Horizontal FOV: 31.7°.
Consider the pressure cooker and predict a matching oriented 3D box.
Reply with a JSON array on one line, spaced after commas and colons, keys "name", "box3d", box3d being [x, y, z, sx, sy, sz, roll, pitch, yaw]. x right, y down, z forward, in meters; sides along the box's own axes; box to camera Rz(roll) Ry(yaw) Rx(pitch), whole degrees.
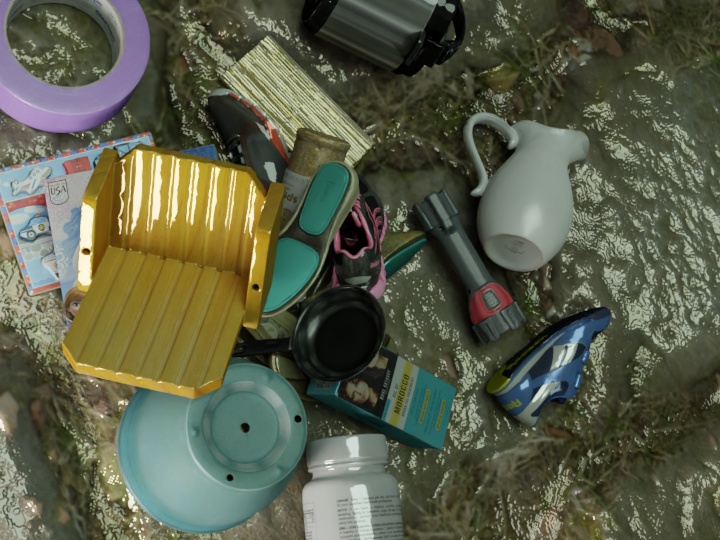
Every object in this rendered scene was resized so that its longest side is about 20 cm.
[{"name": "pressure cooker", "box3d": [0.045, -0.346, 1.614, 0.199, 0.179, 0.176, 24, 83, -14]}]

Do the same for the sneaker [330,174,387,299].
[{"name": "sneaker", "box3d": [-0.009, -0.058, 1.519, 0.079, 0.096, 0.200, -11, 48, 3]}]

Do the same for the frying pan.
[{"name": "frying pan", "box3d": [-0.054, 0.092, 1.417, 0.190, 0.031, 0.115, -32, 56, 10]}]

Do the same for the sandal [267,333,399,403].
[{"name": "sandal", "box3d": [-0.035, 0.115, 1.517, 0.200, 0.054, 0.081, -6, 80, -45]}]

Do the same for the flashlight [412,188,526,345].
[{"name": "flashlight", "box3d": [0.135, -0.006, 1.617, 0.068, 0.068, 0.200, -26, 85, -54]}]

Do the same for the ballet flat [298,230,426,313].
[{"name": "ballet flat", "box3d": [0.000, 0.000, 1.565, 0.071, 0.071, 0.200, 48, 65, -4]}]

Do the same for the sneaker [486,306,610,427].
[{"name": "sneaker", "box3d": [0.253, 0.121, 1.631, 0.200, 0.074, 0.082, -38, 94, -18]}]

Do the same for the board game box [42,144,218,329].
[{"name": "board game box", "box3d": [-0.241, -0.024, 1.427, 0.199, 0.043, 0.200, -12, 80, 0]}]

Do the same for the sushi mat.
[{"name": "sushi mat", "box3d": [-0.078, -0.201, 1.612, 0.200, 0.012, 0.096, 45, 64, -5]}]

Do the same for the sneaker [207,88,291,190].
[{"name": "sneaker", "box3d": [-0.129, -0.131, 1.541, 0.082, 0.077, 0.200, -41, 93, -19]}]

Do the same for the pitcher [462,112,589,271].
[{"name": "pitcher", "box3d": [0.199, -0.110, 1.653, 0.171, 0.121, 0.200, 19, 58, 1]}]

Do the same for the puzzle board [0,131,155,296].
[{"name": "puzzle board", "box3d": [-0.313, -0.070, 1.480, 0.199, 0.017, 0.151, -18, 83, -24]}]

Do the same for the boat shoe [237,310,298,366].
[{"name": "boat shoe", "box3d": [-0.155, 0.045, 1.482, 0.200, 0.073, 0.063, 32, 67, -13]}]

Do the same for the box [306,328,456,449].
[{"name": "box", "box3d": [0.028, 0.142, 1.497, 0.200, 0.049, 0.083, 32, 66, -41]}]

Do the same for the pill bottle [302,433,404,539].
[{"name": "pill bottle", "box3d": [-0.007, 0.293, 1.454, 0.113, 0.113, 0.201, -1, 77, -22]}]

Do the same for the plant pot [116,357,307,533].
[{"name": "plant pot", "box3d": [-0.150, 0.181, 1.385, 0.199, 0.188, 0.201, 6, 74, -20]}]

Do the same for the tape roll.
[{"name": "tape roll", "box3d": [-0.352, -0.267, 1.490, 0.199, 0.066, 0.201, 6, 75, -21]}]

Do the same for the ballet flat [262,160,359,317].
[{"name": "ballet flat", "box3d": [-0.062, -0.031, 1.436, 0.069, 0.069, 0.200, 34, 82, -10]}]

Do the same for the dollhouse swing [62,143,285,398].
[{"name": "dollhouse swing", "box3d": [-0.200, -0.002, 1.301, 0.199, 0.182, 0.176, 13, 31, 3]}]

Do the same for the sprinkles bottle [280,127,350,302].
[{"name": "sprinkles bottle", "box3d": [-0.071, -0.065, 1.500, 0.068, 0.068, 0.201, 15, 99, -18]}]
